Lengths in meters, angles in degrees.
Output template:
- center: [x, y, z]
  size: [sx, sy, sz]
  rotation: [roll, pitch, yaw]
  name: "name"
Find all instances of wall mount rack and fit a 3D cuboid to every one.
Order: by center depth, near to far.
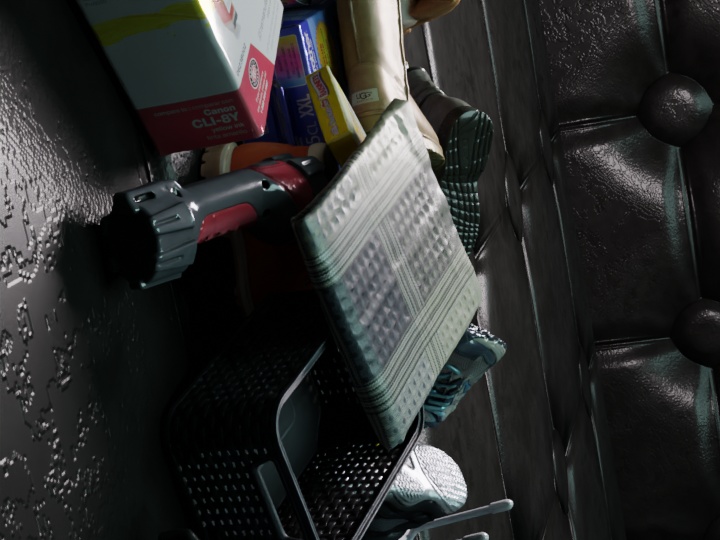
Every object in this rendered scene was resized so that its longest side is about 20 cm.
- center: [0.049, 0.266, 1.280]
  size: [0.174, 0.074, 0.200]
  rotation: [-58, 170, 13]
  name: "wall mount rack"

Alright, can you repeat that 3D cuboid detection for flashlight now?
- center: [-0.093, -0.033, 0.997]
  size: [0.068, 0.068, 0.200]
  rotation: [42, 32, 14]
  name: "flashlight"

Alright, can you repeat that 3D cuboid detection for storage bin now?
- center: [-0.042, 0.110, 1.054]
  size: [0.200, 0.093, 0.136]
  rotation: [-52, 128, -53]
  name: "storage bin"

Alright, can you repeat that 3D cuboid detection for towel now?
- center: [0.021, -0.002, 1.078]
  size: [0.200, 0.034, 0.193]
  rotation: [-53, 127, -50]
  name: "towel"

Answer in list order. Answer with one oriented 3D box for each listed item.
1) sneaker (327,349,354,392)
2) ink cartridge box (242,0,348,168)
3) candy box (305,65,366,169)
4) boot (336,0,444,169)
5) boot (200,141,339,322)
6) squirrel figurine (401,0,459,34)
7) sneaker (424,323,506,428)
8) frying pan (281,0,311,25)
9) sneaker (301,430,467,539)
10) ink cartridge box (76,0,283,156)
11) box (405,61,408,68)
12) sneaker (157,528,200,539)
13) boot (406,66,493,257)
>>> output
- center: [0.000, 0.000, 1.240]
  size: [0.115, 0.075, 0.201]
  rotation: [-38, 123, -51]
  name: "sneaker"
- center: [-0.054, -0.151, 1.246]
  size: [0.200, 0.076, 0.137]
  rotation: [-55, 135, -65]
  name: "ink cartridge box"
- center: [0.014, -0.060, 1.172]
  size: [0.102, 0.026, 0.200]
  rotation: [-104, 168, -51]
  name: "candy box"
- center: [0.024, -0.196, 1.287]
  size: [0.175, 0.066, 0.201]
  rotation: [41, 41, -72]
  name: "boot"
- center: [-0.047, -0.011, 1.147]
  size: [0.075, 0.107, 0.201]
  rotation: [-76, 155, -57]
  name: "boot"
- center: [0.006, -0.332, 1.498]
  size: [0.200, 0.141, 0.187]
  rotation: [-56, 128, -87]
  name: "squirrel figurine"
- center: [0.072, 0.094, 1.274]
  size: [0.087, 0.077, 0.200]
  rotation: [-63, 174, -15]
  name: "sneaker"
- center: [-0.080, -0.262, 1.201]
  size: [0.115, 0.031, 0.190]
  rotation: [49, 17, -9]
  name: "frying pan"
- center: [-0.014, 0.189, 1.225]
  size: [0.200, 0.114, 0.076]
  rotation: [19, 40, -34]
  name: "sneaker"
- center: [-0.127, -0.202, 0.991]
  size: [0.200, 0.083, 0.146]
  rotation: [65, 23, -46]
  name: "ink cartridge box"
- center: [0.034, -0.116, 1.560]
  size: [0.070, 0.064, 0.201]
  rotation: [-56, 136, -67]
  name: "box"
- center: [-0.123, 0.228, 0.847]
  size: [0.200, 0.070, 0.078]
  rotation: [-73, 148, -69]
  name: "sneaker"
- center: [0.061, -0.086, 1.413]
  size: [0.131, 0.068, 0.201]
  rotation: [42, -57, 53]
  name: "boot"
